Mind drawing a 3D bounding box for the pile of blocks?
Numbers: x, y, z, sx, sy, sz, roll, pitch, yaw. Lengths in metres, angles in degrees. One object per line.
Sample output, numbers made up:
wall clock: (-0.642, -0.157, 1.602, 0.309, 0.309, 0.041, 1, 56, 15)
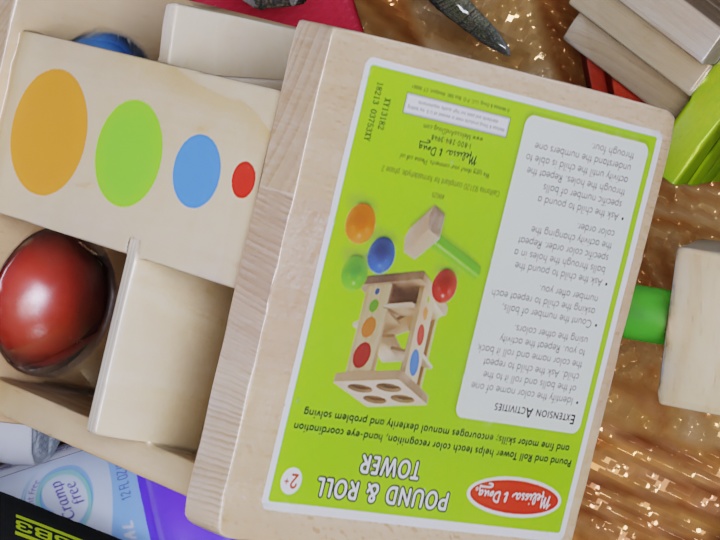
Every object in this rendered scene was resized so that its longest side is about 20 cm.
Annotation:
pile of blocks: (0.136, -0.019, 0.857, 0.200, 0.082, 0.062, 32, 107, -5)

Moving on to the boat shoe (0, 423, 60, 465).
boat shoe: (-0.112, -0.044, 0.883, 0.067, 0.074, 0.200, 7, 96, 11)

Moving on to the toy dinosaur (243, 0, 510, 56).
toy dinosaur: (-0.025, -0.125, 0.802, 0.200, 0.077, 0.102, 43, 119, -10)

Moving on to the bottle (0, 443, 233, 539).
bottle: (-0.123, 0.108, 0.919, 0.200, 0.065, 0.084, -18, 72, 10)

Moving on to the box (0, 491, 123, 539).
box: (-0.082, 0.178, 0.874, 0.193, 0.048, 0.200, 23, 108, -16)

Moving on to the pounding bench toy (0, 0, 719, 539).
pounding bench toy: (0.000, 0.000, 0.823, 0.200, 0.156, 0.124, 10, 95, -43)

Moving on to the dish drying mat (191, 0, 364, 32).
dish drying mat: (-0.014, 0.004, 0.901, 0.077, 0.018, 0.200, -21, 104, -12)
